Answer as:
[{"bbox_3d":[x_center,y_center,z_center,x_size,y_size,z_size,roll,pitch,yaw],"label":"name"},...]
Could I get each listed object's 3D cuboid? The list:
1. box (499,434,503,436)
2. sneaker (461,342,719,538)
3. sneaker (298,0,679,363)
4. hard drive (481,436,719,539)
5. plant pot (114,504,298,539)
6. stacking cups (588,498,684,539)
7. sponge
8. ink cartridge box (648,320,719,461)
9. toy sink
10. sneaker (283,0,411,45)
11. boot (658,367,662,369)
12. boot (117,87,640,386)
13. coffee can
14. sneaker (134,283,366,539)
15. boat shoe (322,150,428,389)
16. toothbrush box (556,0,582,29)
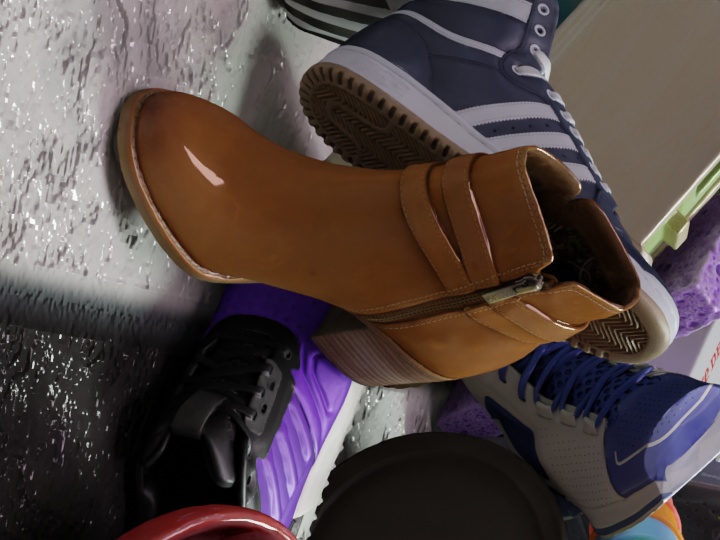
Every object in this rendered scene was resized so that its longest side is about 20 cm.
[{"bbox_3d":[0.105,0.105,1.785,0.110,0.035,0.200,76,30,-44],"label":"box"},{"bbox_3d":[0.102,0.063,1.478,0.081,0.115,0.199,-40,-173,-17],"label":"sneaker"},{"bbox_3d":[0.080,-0.053,1.338,0.108,0.200,0.070,-44,169,-36],"label":"sneaker"},{"bbox_3d":[0.131,0.152,1.639,0.042,0.200,0.135,-58,147,-52],"label":"hard drive"},{"bbox_3d":[-0.039,0.209,1.212,0.200,0.182,0.201,-29,134,-35],"label":"plant pot"},{"bbox_3d":[0.131,0.149,1.467,0.200,0.060,0.061,-80,174,-77],"label":"stacking cups"},{"bbox_3d":[0.136,0.024,1.642,0.030,0.200,0.112,50,40,-12],"label":"sponge"},{"bbox_3d":[0.171,0.113,1.793,0.146,0.086,0.200,-58,150,-46],"label":"ink cartridge box"},{"bbox_3d":[0.126,-0.057,1.526,0.200,0.112,0.130,-48,171,-3],"label":"toy sink"},{"bbox_3d":[0.042,-0.168,1.409,0.200,0.076,0.115,-24,142,-24],"label":"sneaker"},{"bbox_3d":[0.138,0.155,1.706,0.200,0.175,0.066,62,33,-22],"label":"boot"},{"bbox_3d":[0.008,-0.023,1.257,0.200,0.155,0.077,46,49,-26],"label":"boot"},{"bbox_3d":[0.052,0.194,1.534,0.200,0.146,0.146,66,39,-54],"label":"coffee can"},{"bbox_3d":[-0.053,0.066,1.323,0.100,0.069,0.200,40,61,-63],"label":"sneaker"},{"bbox_3d":[0.000,0.000,1.454,0.064,0.071,0.200,-32,148,-17],"label":"boat shoe"},{"bbox_3d":[0.083,-0.200,1.546,0.200,0.085,0.147,-30,126,-65],"label":"toothbrush box"}]
